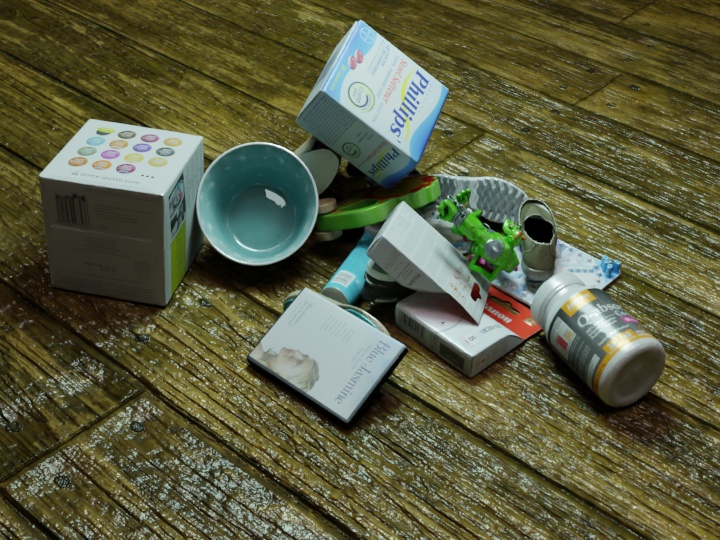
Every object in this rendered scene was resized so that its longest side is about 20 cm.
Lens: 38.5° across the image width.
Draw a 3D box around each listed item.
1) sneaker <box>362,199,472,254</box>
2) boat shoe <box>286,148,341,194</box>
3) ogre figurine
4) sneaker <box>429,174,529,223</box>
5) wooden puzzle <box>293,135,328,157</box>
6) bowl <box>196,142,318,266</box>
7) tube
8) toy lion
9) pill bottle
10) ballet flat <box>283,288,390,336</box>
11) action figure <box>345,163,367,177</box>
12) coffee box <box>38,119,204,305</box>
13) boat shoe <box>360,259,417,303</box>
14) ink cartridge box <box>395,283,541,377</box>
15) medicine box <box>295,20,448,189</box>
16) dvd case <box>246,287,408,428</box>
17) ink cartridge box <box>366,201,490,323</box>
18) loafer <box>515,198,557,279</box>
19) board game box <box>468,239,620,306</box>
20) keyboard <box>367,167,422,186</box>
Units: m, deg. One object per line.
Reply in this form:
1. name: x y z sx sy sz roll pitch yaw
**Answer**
1. sneaker: 0.102 -0.085 1.763 0.196 0.088 0.076 1 37 -2
2. boat shoe: -0.097 -0.150 1.761 0.073 0.201 0.060 53 38 0
3. ogre figurine: 0.196 -0.051 1.641 0.098 0.201 0.120 -40 66 -11
4. sneaker: 0.213 -0.138 1.856 0.197 0.076 0.082 16 11 13
5. wooden puzzle: -0.071 -0.206 1.856 0.199 0.185 0.047 -33 88 -46
6. bowl: -0.166 -0.096 1.692 0.197 0.105 0.205 1 77 -2
7. tube: 0.000 0.000 1.667 0.077 0.051 0.200 41 40 1
8. toy lion: 0.035 -0.117 1.748 0.189 0.070 0.200 -4 19 29
9. pill bottle: 0.343 0.096 1.512 0.115 0.118 0.200 -14 40 -24
10. ballet flat: -0.025 0.076 1.551 0.198 0.070 0.069 23 39 26
11. action figure: 0.037 -0.226 1.816 0.069 0.132 0.199 -13 16 40
12. coffee box: -0.367 -0.095 1.625 0.196 0.203 0.199 10 35 7
13. boat shoe: 0.077 0.013 1.643 0.197 0.061 0.076 -1 32 -40
14. ink cartridge box: 0.175 0.067 1.594 0.199 0.058 0.162 -31 48 -33
15. medicine box: 0.022 -0.274 1.707 0.198 0.103 0.184 34 54 -14
16. dvd case: -0.049 0.120 1.471 0.198 0.018 0.143 28 66 29
17. ink cartridge box: 0.110 -0.004 1.604 0.200 0.047 0.160 43 26 -5
18. loafer: 0.302 -0.067 1.723 0.074 0.071 0.201 5 36 -1
19. board game box: 0.308 -0.008 1.727 0.198 0.026 0.199 30 42 31
20. keyboard: 0.063 -0.189 1.944 0.103 0.040 0.200 -17 42 -26
